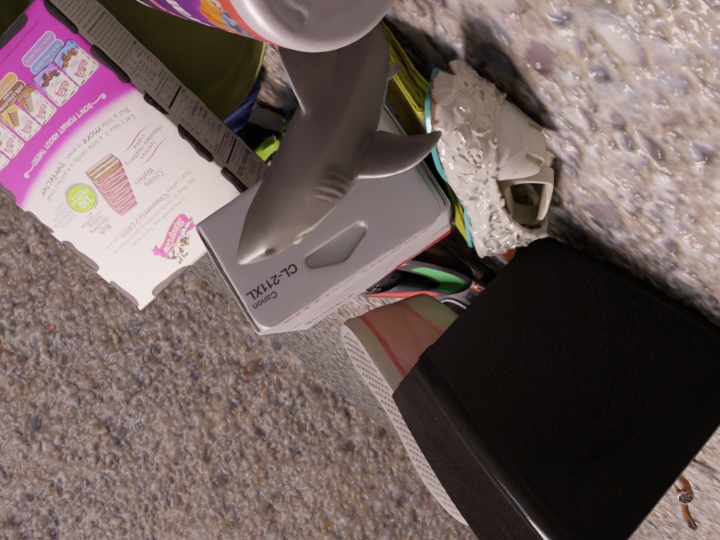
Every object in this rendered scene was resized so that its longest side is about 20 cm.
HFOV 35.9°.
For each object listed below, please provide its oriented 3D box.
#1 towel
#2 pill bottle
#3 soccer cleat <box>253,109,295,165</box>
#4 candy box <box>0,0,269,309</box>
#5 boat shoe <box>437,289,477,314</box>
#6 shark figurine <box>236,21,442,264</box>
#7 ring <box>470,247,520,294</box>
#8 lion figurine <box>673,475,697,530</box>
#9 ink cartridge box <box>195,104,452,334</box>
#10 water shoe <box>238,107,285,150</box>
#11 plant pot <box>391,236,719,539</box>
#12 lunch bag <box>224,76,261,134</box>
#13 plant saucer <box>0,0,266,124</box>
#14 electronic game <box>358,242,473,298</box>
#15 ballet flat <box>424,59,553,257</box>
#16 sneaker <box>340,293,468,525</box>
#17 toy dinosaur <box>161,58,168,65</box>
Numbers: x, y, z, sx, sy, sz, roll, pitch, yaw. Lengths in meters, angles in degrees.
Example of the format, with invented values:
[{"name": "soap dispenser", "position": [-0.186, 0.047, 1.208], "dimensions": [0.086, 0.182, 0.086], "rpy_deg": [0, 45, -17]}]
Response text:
[{"name": "towel", "position": [0.046, -0.092, 0.763], "dimensions": [0.087, 0.018, 0.200], "rpy_deg": [61, -179, 27]}, {"name": "pill bottle", "position": [-0.073, -0.184, 0.571], "dimensions": [0.199, 0.112, 0.112], "rpy_deg": [27, 165, 47]}, {"name": "soccer cleat", "position": [-0.048, -0.083, 0.912], "dimensions": [0.081, 0.068, 0.199], "rpy_deg": [43, 144, -16]}, {"name": "candy box", "position": [-0.180, -0.087, 0.782], "dimensions": [0.200, 0.136, 0.061], "rpy_deg": [44, -154, -19]}, {"name": "boat shoe", "position": [0.095, 0.071, 1.188], "dimensions": [0.073, 0.068, 0.199], "rpy_deg": [38, 169, -1]}, {"name": "shark figurine", "position": [-0.023, -0.121, 0.627], "dimensions": [0.127, 0.217, 0.089], "rpy_deg": [-18, 143, 36]}, {"name": "ring", "position": [0.099, -0.018, 0.946], "dimensions": [0.199, 0.019, 0.201], "rpy_deg": [36, 170, 8]}, {"name": "lion figurine", "position": [0.249, 0.179, 1.117], "dimensions": [0.199, 0.073, 0.123], "rpy_deg": [33, -156, -6]}, {"name": "ink cartridge box", "position": [-0.015, -0.029, 0.770], "dimensions": [0.083, 0.145, 0.200], "rpy_deg": [58, -177, 5]}, {"name": "water shoe", "position": [-0.059, -0.089, 1.006], "dimensions": [0.199, 0.079, 0.072], "rpy_deg": [24, 163, 51]}, {"name": "plant pot", "position": [0.136, 0.094, 0.814], "dimensions": [0.177, 0.200, 0.200], "rpy_deg": [43, 165, 7]}, {"name": "lunch bag", "position": [-0.185, -0.124, 0.950], "dimensions": [0.135, 0.200, 0.133], "rpy_deg": [37, 126, 9]}, {"name": "plant saucer", "position": [-0.159, -0.184, 0.771], "dimensions": [0.200, 0.200, 0.031], "rpy_deg": [41, -152, -18]}, {"name": "electronic game", "position": [0.000, 0.000, 0.970], "dimensions": [0.197, 0.042, 0.200], "rpy_deg": [4, 169, 1]}, {"name": "ballet flat", "position": [0.088, -0.068, 0.694], "dimensions": [0.071, 0.072, 0.200], "rpy_deg": [33, 170, 23]}, {"name": "sneaker", "position": [0.075, 0.106, 0.942], "dimensions": [0.201, 0.104, 0.076], "rpy_deg": [57, 158, 18]}, {"name": "toy dinosaur", "position": [-0.196, -0.194, 0.843], "dimensions": [0.086, 0.197, 0.137], "rpy_deg": [-86, -12, -74]}]
